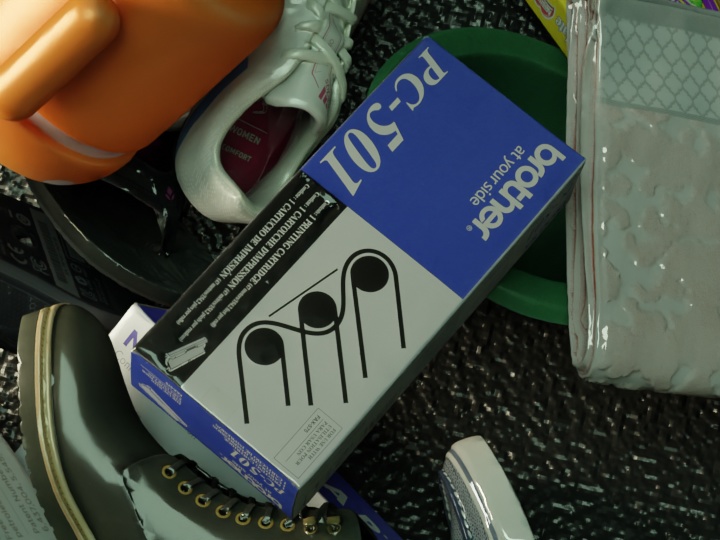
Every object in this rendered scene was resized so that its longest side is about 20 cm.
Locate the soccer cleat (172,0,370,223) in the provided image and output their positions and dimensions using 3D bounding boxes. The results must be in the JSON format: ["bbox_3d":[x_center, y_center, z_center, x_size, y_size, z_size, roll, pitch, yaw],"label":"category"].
[{"bbox_3d":[-0.024,-0.113,0.992,0.086,0.069,0.201,30,99,59],"label":"soccer cleat"}]

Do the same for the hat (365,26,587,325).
[{"bbox_3d":[0.043,-0.008,1.046,0.199,0.176,0.166,30,49,-2],"label":"hat"}]

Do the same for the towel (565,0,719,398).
[{"bbox_3d":[0.188,-0.030,0.977,0.198,0.032,0.193,8,71,-21],"label":"towel"}]

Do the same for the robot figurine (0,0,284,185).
[{"bbox_3d":[-0.113,-0.118,0.951,0.200,0.116,0.145,-39,45,26],"label":"robot figurine"}]

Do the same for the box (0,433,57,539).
[{"bbox_3d":[-0.281,0.121,0.934,0.199,0.171,0.200,-47,69,24],"label":"box"}]

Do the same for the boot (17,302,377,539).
[{"bbox_3d":[-0.061,0.097,0.904,0.137,0.077,0.202,-18,91,16],"label":"boot"}]

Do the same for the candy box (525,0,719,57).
[{"bbox_3d":[0.130,-0.147,1.051,0.102,0.026,0.201,-22,68,-30],"label":"candy box"}]

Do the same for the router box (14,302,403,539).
[{"bbox_3d":[-0.086,0.148,0.968,0.200,0.049,0.180,43,101,21],"label":"router box"}]

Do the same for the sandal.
[{"bbox_3d":[-0.133,-0.059,1.042,0.201,0.075,0.048,51,124,29],"label":"sandal"}]

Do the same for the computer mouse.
[{"bbox_3d":[-0.195,-0.009,1.013,0.053,0.199,0.139,-49,34,17],"label":"computer mouse"}]

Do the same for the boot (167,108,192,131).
[{"bbox_3d":[-0.053,-0.164,1.069,0.073,0.096,0.200,41,82,18],"label":"boot"}]

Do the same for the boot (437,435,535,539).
[{"bbox_3d":[0.050,0.181,0.955,0.090,0.073,0.201,-17,71,-4],"label":"boot"}]

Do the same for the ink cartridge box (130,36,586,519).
[{"bbox_3d":[0.000,0.000,0.896,0.094,0.044,0.200,38,68,11],"label":"ink cartridge box"}]
